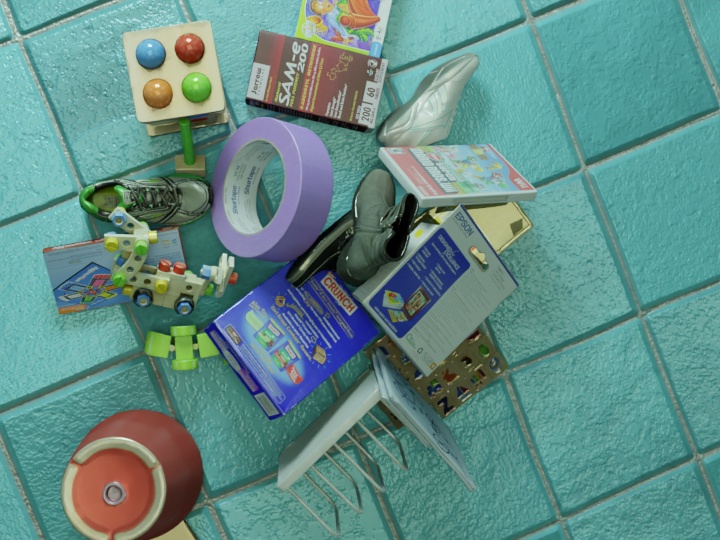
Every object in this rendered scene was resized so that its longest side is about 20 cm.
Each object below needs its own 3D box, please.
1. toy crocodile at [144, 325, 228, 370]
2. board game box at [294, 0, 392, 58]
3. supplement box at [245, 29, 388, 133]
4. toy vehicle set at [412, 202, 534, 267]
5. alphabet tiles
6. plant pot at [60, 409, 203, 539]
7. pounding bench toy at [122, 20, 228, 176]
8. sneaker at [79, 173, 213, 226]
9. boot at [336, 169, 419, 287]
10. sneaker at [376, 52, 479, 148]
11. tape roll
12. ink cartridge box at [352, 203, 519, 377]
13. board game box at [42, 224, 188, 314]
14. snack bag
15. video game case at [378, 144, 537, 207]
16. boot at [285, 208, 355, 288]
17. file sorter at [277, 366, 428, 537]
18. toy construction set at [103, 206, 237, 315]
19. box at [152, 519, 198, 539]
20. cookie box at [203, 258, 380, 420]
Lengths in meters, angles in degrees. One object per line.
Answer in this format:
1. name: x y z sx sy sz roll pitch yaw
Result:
1. toy crocodile: -0.224 0.110 1.439 0.198 0.062 0.068 -4 91 -11
2. board game box: -0.016 -0.432 1.458 0.134 0.045 0.201 12 89 -6
3. supplement box: -0.067 -0.284 1.447 0.199 0.061 0.110 12 90 -5
4. toy vehicle set: 0.155 -0.058 1.490 0.200 0.027 0.125 -37 95 -4
5. alphabet tiles: 0.106 0.148 1.485 0.200 0.008 0.167 -38 102 0
6. plant pot: -0.332 0.301 1.356 0.199 0.177 0.202 0 85 -3
7. pounding bench toy: -0.257 -0.238 1.378 0.123 0.156 0.201 -10 92 -6
8. sneaker: -0.313 -0.099 1.399 0.198 0.085 0.079 -5 94 2
9. boot: 0.041 -0.075 1.325 0.067 0.130 0.201 30 55 -22
10. sneaker: 0.115 -0.250 1.471 0.200 0.070 0.080 -46 110 -1
11. tape roll: -0.130 -0.115 1.375 0.065 0.199 0.202 8 90 -47
12. ink cartridge box: 0.113 0.028 1.403 0.200 0.047 0.198 -46 127 -7
13. board game box: -0.359 -0.001 1.421 0.199 0.019 0.104 -10 113 -6
14. snack bag: 0.087 0.214 1.392 0.021 0.189 0.200 -39 107 6
15. video game case: 0.143 -0.142 1.410 0.199 0.143 0.018 -5 129 -27
16. boot: 0.001 -0.001 1.399 0.204 0.073 0.154 -43 100 -33
17. file sorter: -0.009 0.267 1.412 0.200 0.139 0.125 -44 99 3
18. toy construction set: -0.277 -0.004 1.380 0.199 0.092 0.132 19 112 -5
19. box: -0.326 0.470 1.446 0.199 0.021 0.164 -33 93 -4
20. cookie box: -0.099 0.090 1.409 0.200 0.075 0.172 -38 94 -26
